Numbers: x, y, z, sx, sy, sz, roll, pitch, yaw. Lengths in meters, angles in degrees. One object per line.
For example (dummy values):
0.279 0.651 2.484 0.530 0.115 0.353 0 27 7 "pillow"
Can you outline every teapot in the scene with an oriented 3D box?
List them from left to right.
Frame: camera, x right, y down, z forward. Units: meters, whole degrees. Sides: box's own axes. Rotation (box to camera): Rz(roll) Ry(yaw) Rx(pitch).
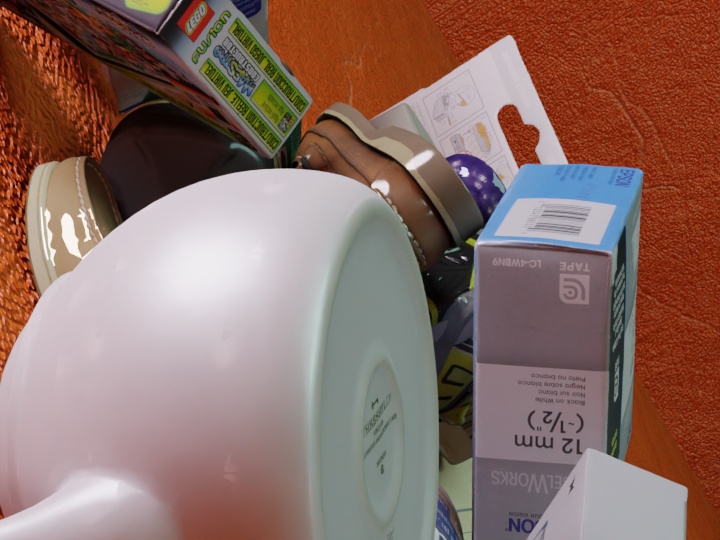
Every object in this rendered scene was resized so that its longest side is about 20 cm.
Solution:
-0.059 0.057 0.716 0.200 0.145 0.199 59 33 -59 "teapot"

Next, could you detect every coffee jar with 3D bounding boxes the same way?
-0.079 -0.045 1.032 0.200 0.084 0.105 -80 177 -74 "coffee jar"

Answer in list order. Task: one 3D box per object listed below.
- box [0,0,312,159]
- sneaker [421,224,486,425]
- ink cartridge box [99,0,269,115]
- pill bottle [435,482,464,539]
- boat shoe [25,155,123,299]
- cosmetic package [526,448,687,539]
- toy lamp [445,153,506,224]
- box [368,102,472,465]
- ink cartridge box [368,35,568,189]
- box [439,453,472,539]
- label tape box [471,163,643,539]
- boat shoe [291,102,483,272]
-0.121 -0.127 0.927 0.199 0.035 0.110 31 -10 35 "box"
0.046 0.031 1.043 0.075 0.199 0.077 26 -57 43 "sneaker"
-0.097 -0.156 1.067 0.039 0.099 0.200 59 -14 18 "ink cartridge box"
-0.009 0.156 0.838 0.112 0.110 0.200 60 11 -16 "pill bottle"
-0.090 0.028 0.884 0.074 0.066 0.201 46 20 -58 "boat shoe"
0.064 0.193 0.828 0.051 0.201 0.151 23 38 -6 "cosmetic package"
0.000 0.000 1.071 0.200 0.058 0.059 -36 101 -43 "toy lamp"
0.039 0.005 1.193 0.082 0.068 0.201 55 11 -47 "box"
0.047 -0.034 1.346 0.057 0.199 0.163 44 22 -54 "ink cartridge box"
0.064 0.187 1.129 0.162 0.021 0.201 -2 58 -38 "box"
0.091 0.065 0.948 0.143 0.065 0.202 -53 143 -70 "label tape box"
-0.010 -0.030 0.966 0.072 0.068 0.200 54 -9 -10 "boat shoe"
